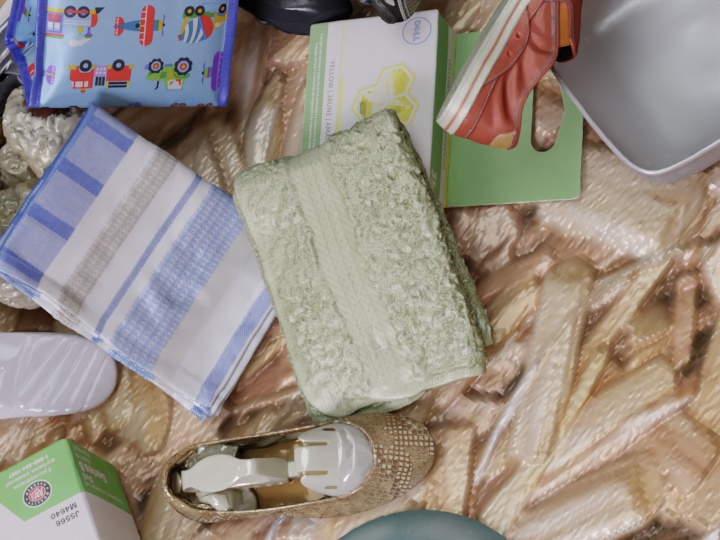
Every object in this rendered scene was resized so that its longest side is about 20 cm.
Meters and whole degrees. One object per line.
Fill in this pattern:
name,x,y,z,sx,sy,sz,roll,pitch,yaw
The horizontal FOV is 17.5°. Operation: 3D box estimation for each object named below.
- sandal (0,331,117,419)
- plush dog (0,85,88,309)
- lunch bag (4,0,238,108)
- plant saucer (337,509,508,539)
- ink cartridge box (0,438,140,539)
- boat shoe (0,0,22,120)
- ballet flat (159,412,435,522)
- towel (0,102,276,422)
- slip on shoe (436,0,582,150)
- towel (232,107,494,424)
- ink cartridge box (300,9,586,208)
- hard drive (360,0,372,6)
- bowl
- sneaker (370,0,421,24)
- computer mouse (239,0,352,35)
sandal,-0.281,0.080,1.735,0.206,0.059,0.079,3,87,1
plush dog,-0.272,-0.030,1.743,0.172,0.161,0.200,8,57,43
lunch bag,-0.161,-0.221,1.661,0.150,0.200,0.094,-2,39,-22
plant saucer,0.028,0.251,1.548,0.200,0.039,0.202,-8,66,19
ink cartridge box,-0.218,0.243,1.624,0.145,0.084,0.200,-28,62,9
boat shoe,-0.255,-0.169,1.802,0.200,0.072,0.068,-37,65,17
ballet flat,-0.049,0.139,1.607,0.200,0.065,0.071,-14,76,17
towel,-0.147,-0.006,1.657,0.200,0.024,0.147,36,77,-12
slip on shoe,0.124,-0.168,1.586,0.061,0.074,0.200,31,78,-4
towel,0.000,0.000,1.629,0.148,0.036,0.200,-23,80,17
ink cartridge box,0.058,-0.115,1.678,0.199,0.048,0.146,-5,67,23
hard drive,0.038,-0.300,1.760,0.135,0.042,0.200,-21,65,13
bowl,0.234,-0.167,1.612,0.200,0.075,0.200,-35,61,7
sneaker,0.063,-0.264,1.668,0.085,0.078,0.200,21,75,21
computer mouse,-0.098,-0.199,1.771,0.200,0.059,0.034,7,94,26
